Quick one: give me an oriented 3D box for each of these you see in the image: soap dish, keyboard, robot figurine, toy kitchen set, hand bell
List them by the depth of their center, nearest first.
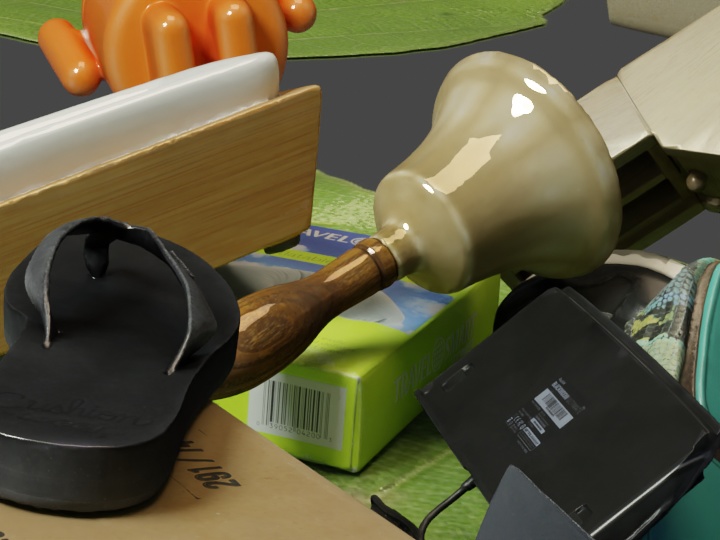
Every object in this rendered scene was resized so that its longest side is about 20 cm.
[{"bbox_3d":[0.054,0.071,0.861,0.127,0.021,0.200,-38,17,1],"label":"keyboard"},{"bbox_3d":[0.000,0.000,0.951,0.200,0.104,0.104,-32,36,-33],"label":"hand bell"},{"bbox_3d":[-0.125,-0.021,0.993,0.199,0.082,0.157,-23,9,-23],"label":"soap dish"},{"bbox_3d":[0.181,0.019,1.118,0.163,0.180,0.200,44,16,-56],"label":"toy kitchen set"},{"bbox_3d":[-0.112,-0.149,1.477,0.117,0.144,0.200,41,5,-22],"label":"robot figurine"}]

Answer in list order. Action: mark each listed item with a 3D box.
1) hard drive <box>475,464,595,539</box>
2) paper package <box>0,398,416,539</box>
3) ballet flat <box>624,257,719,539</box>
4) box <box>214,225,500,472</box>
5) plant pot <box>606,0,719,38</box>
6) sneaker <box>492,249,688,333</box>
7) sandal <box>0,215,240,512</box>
[{"bbox_3d":[0.105,0.137,0.607,0.135,0.042,0.200,47,-3,-34],"label":"hard drive"},{"bbox_3d":[-0.092,0.109,0.665,0.190,0.104,0.200,-5,19,-34],"label":"paper package"},{"bbox_3d":[0.110,0.077,0.871,0.074,0.074,0.200,9,39,14],"label":"ballet flat"},{"bbox_3d":[-0.019,0.025,1.054,0.121,0.048,0.200,11,19,19],"label":"box"},{"bbox_3d":[0.283,-0.276,1.903,0.176,0.201,0.200,-3,15,12],"label":"plant pot"},{"bbox_3d":[0.129,0.048,0.982,0.199,0.076,0.087,16,26,32],"label":"sneaker"},{"bbox_3d":[-0.073,0.016,0.725,0.076,0.043,0.200,5,16,-5],"label":"sandal"}]
